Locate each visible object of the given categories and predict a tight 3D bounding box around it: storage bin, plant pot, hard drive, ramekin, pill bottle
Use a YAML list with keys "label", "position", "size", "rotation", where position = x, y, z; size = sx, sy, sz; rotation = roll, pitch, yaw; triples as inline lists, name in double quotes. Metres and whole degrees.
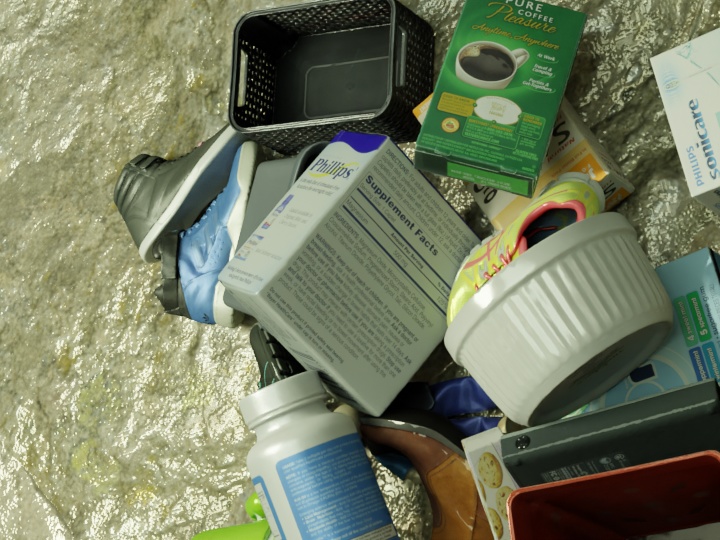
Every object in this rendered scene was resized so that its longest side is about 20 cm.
- label: "storage bin"
  position: [-0.031, -0.205, 1.833]
  size: [0.198, 0.094, 0.137]
  rotation: [-4, 77, 30]
- label: "plant pot"
  position: [0.262, 0.282, 1.502]
  size: [0.198, 0.176, 0.202]
  rotation: [-15, 71, 26]
- label: "hard drive"
  position: [0.242, 0.170, 1.550]
  size: [0.198, 0.140, 0.033]
  rotation: [-17, 46, 18]
- label: "ramekin"
  position: [0.183, 0.051, 1.543]
  size: [0.200, 0.200, 0.105]
  rotation: [-39, 71, 16]
- label: "storage bin"
  position: [-0.054, -0.024, 1.791]
  size: [0.134, 0.145, 0.202]
  rotation: [9, 82, 58]
- label: "pill bottle"
  position: [-0.041, 0.202, 1.640]
  size: [0.111, 0.112, 0.202]
  rotation: [-24, 82, 22]

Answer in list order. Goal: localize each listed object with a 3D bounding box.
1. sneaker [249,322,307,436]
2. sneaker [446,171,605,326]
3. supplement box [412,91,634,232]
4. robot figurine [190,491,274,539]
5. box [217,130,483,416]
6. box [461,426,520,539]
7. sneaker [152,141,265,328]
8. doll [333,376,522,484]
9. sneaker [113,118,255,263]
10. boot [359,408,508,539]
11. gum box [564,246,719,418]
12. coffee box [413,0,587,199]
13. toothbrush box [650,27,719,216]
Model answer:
- label: "sneaker"
  position: [-0.080, 0.147, 1.789]
  size: [0.079, 0.075, 0.201]
  rotation: [-34, 64, 21]
- label: "sneaker"
  position: [0.146, -0.007, 1.611]
  size: [0.078, 0.090, 0.201]
  rotation: [37, 105, -1]
- label: "supplement box"
  position: [0.159, -0.119, 1.714]
  size: [0.126, 0.073, 0.201]
  rotation: [-42, 62, 14]
- label: "robot figurine"
  position: [-0.102, 0.310, 1.737]
  size: [0.198, 0.115, 0.177]
  rotation: [-13, 79, 26]
- label: "box"
  position: [0.000, 0.000, 1.676]
  size: [0.200, 0.184, 0.105]
  rotation: [-49, 25, -12]
- label: "box"
  position: [0.143, 0.244, 1.596]
  size: [0.041, 0.039, 0.202]
  rotation: [-19, 102, -1]
- label: "sneaker"
  position: [-0.168, -0.045, 1.874]
  size: [0.110, 0.077, 0.202]
  rotation: [9, 89, 13]
- label: "doll"
  position: [0.059, 0.142, 1.723]
  size: [0.198, 0.048, 0.138]
  rotation: [-9, 86, 28]
- label: "sneaker"
  position: [-0.202, -0.114, 1.920]
  size: [0.200, 0.071, 0.099]
  rotation: [-49, 65, 16]
- label: "boot"
  position: [0.071, 0.243, 1.668]
  size: [0.186, 0.068, 0.202]
  rotation: [13, 100, 13]
- label: "gum box"
  position: [0.264, 0.095, 1.621]
  size: [0.199, 0.044, 0.172]
  rotation: [-23, 68, 23]
- label: "coffee box"
  position: [0.134, -0.172, 1.650]
  size: [0.122, 0.044, 0.202]
  rotation: [14, 62, 8]
- label: "toothbrush box"
  position: [0.384, -0.158, 1.589]
  size: [0.199, 0.085, 0.148]
  rotation: [-22, 69, 25]
